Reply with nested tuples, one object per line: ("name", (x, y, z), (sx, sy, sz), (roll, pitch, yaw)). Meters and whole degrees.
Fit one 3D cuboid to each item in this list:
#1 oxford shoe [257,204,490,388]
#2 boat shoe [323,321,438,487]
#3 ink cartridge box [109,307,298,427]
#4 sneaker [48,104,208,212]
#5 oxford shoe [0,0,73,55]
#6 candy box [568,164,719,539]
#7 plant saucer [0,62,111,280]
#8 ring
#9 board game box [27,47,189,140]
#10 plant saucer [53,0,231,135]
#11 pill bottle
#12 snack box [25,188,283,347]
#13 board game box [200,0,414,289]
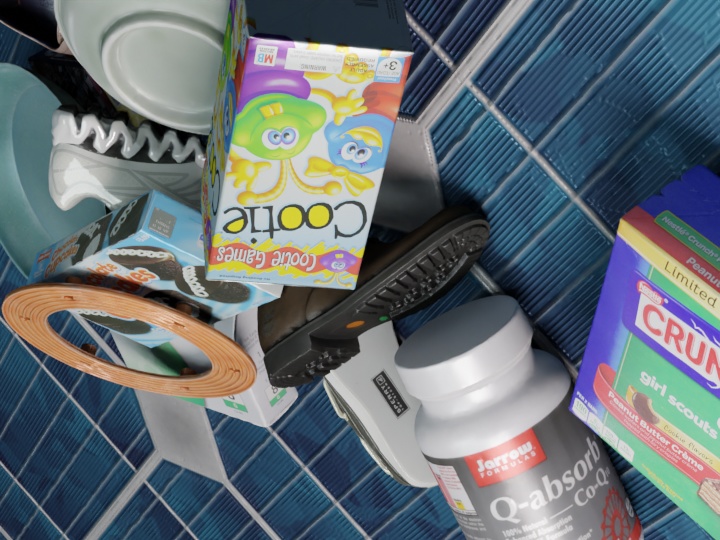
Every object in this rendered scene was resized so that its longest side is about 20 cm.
("oxford shoe", (0.000, 0.000, 1.280), (0.200, 0.073, 0.084), (-31, 64, 25))
("boat shoe", (-0.001, 0.078, 1.384), (0.200, 0.071, 0.064), (61, 155, -5))
("ink cartridge box", (-0.149, 0.024, 1.464), (0.161, 0.050, 0.200), (14, 139, 41))
("sneaker", (-0.131, -0.063, 1.342), (0.200, 0.075, 0.081), (13, 98, -1))
("oxford shoe", (-0.181, -0.171, 1.339), (0.200, 0.073, 0.071), (17, 114, 25))
("candy box", (0.221, 0.063, 1.092), (0.169, 0.077, 0.200), (42, 149, 25))
("plant saucer", (-0.247, -0.073, 1.471), (0.200, 0.036, 0.200), (27, 128, 41))
("ring", (-0.173, 0.050, 1.396), (0.200, 0.019, 0.200), (12, 157, 5))
("board game box", (-0.182, -0.083, 1.476), (0.135, 0.035, 0.200), (14, 131, 41))
("plant saucer", (-0.120, -0.149, 1.257), (0.200, 0.050, 0.200), (10, 144, 8))
("pill bottle", (0.107, 0.126, 1.269), (0.116, 0.116, 0.200), (-6, 117, 51))
("snack box", (-0.152, 0.003, 1.346), (0.116, 0.037, 0.200), (27, 154, -25))
("board game box", (-0.040, -0.096, 1.190), (0.105, 0.103, 0.200), (-99, 16, -47))
